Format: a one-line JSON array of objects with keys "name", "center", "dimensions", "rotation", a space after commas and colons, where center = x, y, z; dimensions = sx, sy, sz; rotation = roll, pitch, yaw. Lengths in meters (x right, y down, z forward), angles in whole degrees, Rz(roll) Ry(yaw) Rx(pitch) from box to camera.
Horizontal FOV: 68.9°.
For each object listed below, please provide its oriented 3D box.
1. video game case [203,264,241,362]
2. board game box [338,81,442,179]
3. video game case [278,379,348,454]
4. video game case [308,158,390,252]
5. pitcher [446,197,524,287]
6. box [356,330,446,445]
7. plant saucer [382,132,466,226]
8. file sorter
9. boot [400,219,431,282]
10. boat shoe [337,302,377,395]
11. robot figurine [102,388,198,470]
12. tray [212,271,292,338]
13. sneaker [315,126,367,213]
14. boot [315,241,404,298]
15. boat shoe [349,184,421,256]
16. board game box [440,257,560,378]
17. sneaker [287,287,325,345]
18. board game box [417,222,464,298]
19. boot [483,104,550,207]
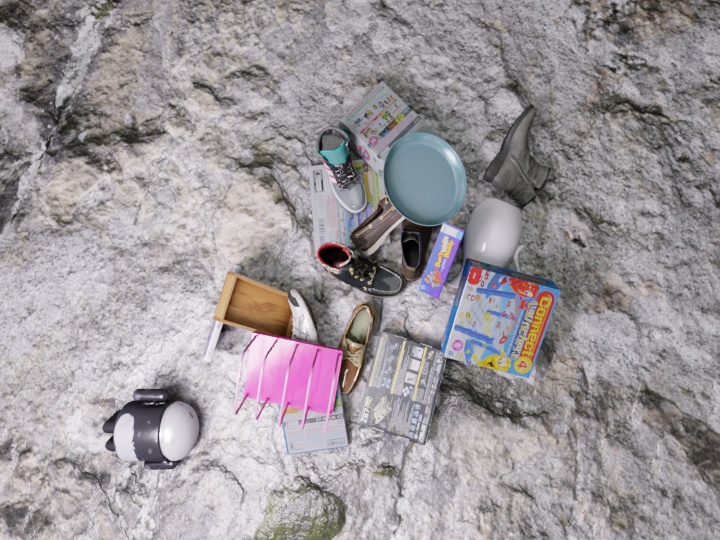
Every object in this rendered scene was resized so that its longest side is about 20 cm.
[{"name": "video game case", "center": [-0.305, 0.089, 1.148], "dimensions": [0.017, 0.143, 0.207], "rotation": [18, 83, -16]}, {"name": "board game box", "center": [0.066, -0.307, 1.200], "dimensions": [0.147, 0.064, 0.200], "rotation": [-42, 82, -14]}, {"name": "video game case", "center": [-0.107, 0.291, 1.131], "dimensions": [0.137, 0.018, 0.208], "rotation": [-8, 101, 4]}, {"name": "video game case", "center": [-0.026, -0.152, 1.219], "dimensions": [0.175, 0.022, 0.208], "rotation": [-6, 81, 4]}, {"name": "pitcher", "center": [0.295, -0.036, 1.132], "dimensions": [0.166, 0.121, 0.207], "rotation": [21, 93, 4]}, {"name": "box", "center": [0.091, 0.252, 1.138], "dimensions": [0.155, 0.049, 0.207], "rotation": [15, 83, 5]}, {"name": "plant saucer", "center": [0.137, -0.194, 1.134], "dimensions": [0.192, 0.027, 0.209], "rotation": [3, 79, -15]}, {"name": "file sorter", "center": [-0.144, 0.227, 1.047], "dimensions": [0.192, 0.126, 0.144], "rotation": [11, 101, 0]}, {"name": "boot", "center": [0.124, -0.083, 1.158], "dimensions": [0.072, 0.097, 0.209], "rotation": [3, 82, 5]}, {"name": "boat shoe", "center": [-0.018, 0.166, 1.146], "dimensions": [0.073, 0.074, 0.207], "rotation": [14, 83, 7]}, {"name": "robot figurine", "center": [-0.448, 0.345, 1.133], "dimensions": [0.192, 0.153, 0.128], "rotation": [-1, 52, 5]}, {"name": "tray", "center": [-0.212, 0.082, 1.123], "dimensions": [0.036, 0.197, 0.102], "rotation": [10, 79, 44]}, {"name": "sneaker", "center": [-0.042, -0.233, 1.160], "dimensions": [0.082, 0.121, 0.205], "rotation": [-26, 80, 0]}, {"name": "boot", "center": [-0.001, 0.001, 1.127], "dimensions": [0.197, 0.154, 0.076], "rotation": [19, 83, 7]}, {"name": "boat shoe", "center": [0.057, -0.126, 1.156], "dimensions": [0.059, 0.072, 0.201], "rotation": [42, 89, -21]}, {"name": "board game box", "center": [0.285, 0.101, 1.088], "dimensions": [0.189, 0.056, 0.207], "rotation": [13, 107, -2]}, {"name": "sneaker", "center": [-0.131, 0.144, 1.140], "dimensions": [0.085, 0.076, 0.207], "rotation": [-19, 95, 0]}, {"name": "board game box", "center": [0.169, -0.026, 1.081], "dimensions": [0.043, 0.200, 0.139], "rotation": [22, 98, 8]}, {"name": "boot", "center": [0.375, -0.256, 1.186], "dimensions": [0.128, 0.068, 0.204], "rotation": [30, 93, 4]}]
